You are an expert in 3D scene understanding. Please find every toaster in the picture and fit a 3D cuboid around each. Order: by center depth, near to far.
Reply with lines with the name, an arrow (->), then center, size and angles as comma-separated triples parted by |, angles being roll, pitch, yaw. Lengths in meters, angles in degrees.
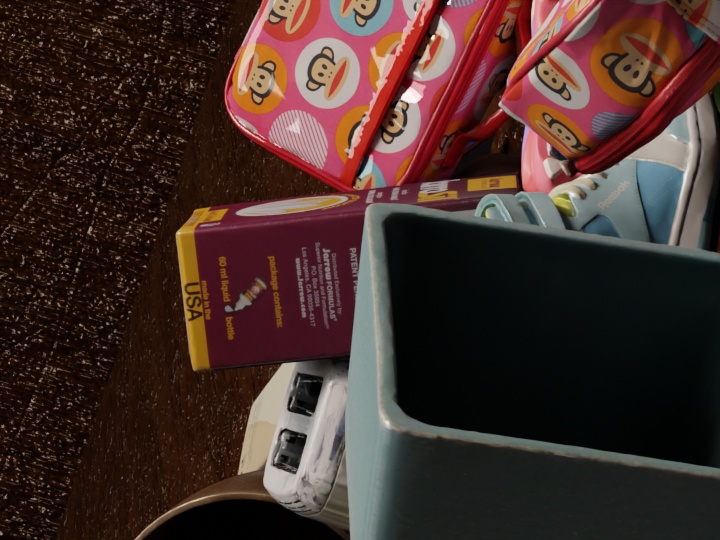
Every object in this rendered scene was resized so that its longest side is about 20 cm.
toaster -> 0.022, 0.108, 1.761 | 0.200, 0.129, 0.114 | -174, 99, -79

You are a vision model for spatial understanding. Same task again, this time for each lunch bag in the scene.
lunch bag -> 0.151, -0.142, 1.432 | 0.200, 0.082, 0.176 | -52, 5, -20
lunch bag -> 0.026, -0.140, 1.811 | 0.082, 0.176, 0.200 | 3, -64, -62

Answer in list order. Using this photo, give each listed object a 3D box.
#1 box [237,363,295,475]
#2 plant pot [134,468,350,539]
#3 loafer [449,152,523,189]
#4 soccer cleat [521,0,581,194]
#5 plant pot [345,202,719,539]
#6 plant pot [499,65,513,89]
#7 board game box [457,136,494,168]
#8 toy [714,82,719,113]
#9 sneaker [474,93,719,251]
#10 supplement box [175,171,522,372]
box -> -0.013, 0.101, 2.041 | 0.200, 0.095, 0.078 | 124, 159, -61
plant pot -> -0.054, 0.203, 1.939 | 0.200, 0.187, 0.187 | -57, -13, -73
loafer -> 0.061, -0.020, 1.891 | 0.200, 0.076, 0.068 | 121, 156, -52
soccer cleat -> 0.125, -0.110, 1.751 | 0.076, 0.067, 0.200 | 116, 164, -58
plant pot -> 0.081, 0.114, 1.327 | 0.196, 0.195, 0.200 | -94, 15, -61
plant pot -> 0.083, -0.240, 1.906 | 0.200, 0.186, 0.187 | -44, 28, 43
board game box -> 0.026, -0.021, 1.946 | 0.200, 0.019, 0.103 | -37, -32, -55
toy -> 0.199, -0.068, 1.356 | 0.200, 0.047, 0.115 | -123, 49, -76
sneaker -> 0.111, -0.034, 1.520 | 0.080, 0.130, 0.200 | 118, 164, -53
supplement box -> 0.000, 0.000, 1.727 | 0.110, 0.200, 0.086 | -75, -22, -81
